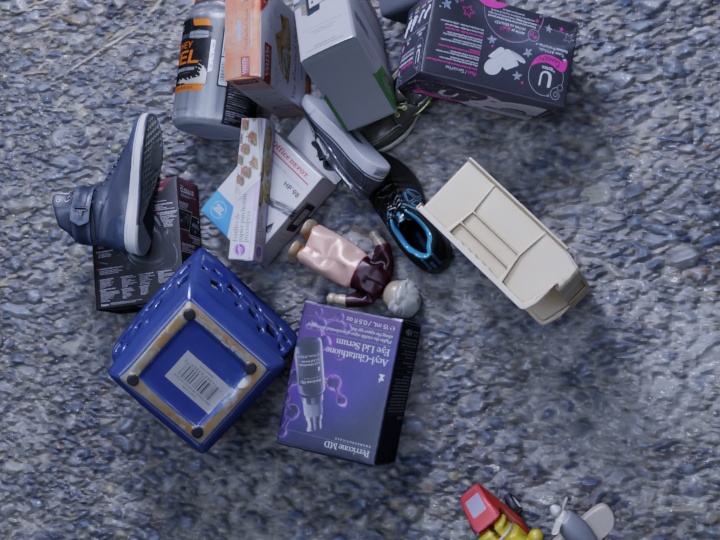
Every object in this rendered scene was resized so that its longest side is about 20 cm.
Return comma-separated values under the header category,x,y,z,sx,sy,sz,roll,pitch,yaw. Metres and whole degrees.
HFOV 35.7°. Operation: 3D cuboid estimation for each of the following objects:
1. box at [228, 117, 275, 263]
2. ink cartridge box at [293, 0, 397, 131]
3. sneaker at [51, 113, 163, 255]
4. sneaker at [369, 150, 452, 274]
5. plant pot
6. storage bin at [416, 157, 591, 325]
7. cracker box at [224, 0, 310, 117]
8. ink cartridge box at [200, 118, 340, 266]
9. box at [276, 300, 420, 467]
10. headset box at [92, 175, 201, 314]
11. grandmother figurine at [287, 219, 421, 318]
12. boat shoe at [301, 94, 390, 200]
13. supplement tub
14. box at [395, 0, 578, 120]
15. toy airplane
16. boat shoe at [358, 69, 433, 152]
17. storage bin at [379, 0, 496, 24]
category,x,y,z,sx,sy,sz,roll,pitch,yaw
box,-0.151,-0.111,1.562,0.038,0.041,0.202,3,84,19
ink cartridge box,-0.024,-0.315,1.524,0.084,0.146,0.201,-22,47,14
sneaker,-0.365,-0.131,1.604,0.145,0.077,0.204,7,86,15
sneaker,0.058,-0.089,1.541,0.073,0.082,0.201,-38,73,10
plant pot,-0.216,0.117,1.518,0.200,0.180,0.200,42,96,-10
storage bin,0.192,-0.028,1.430,0.094,0.200,0.199,-46,73,5
cracker box,-0.126,-0.305,1.564,0.057,0.200,0.135,-2,83,17
ink cartridge box,-0.120,-0.120,1.609,0.116,0.067,0.200,43,97,18
box,-0.014,0.154,1.523,0.147,0.104,0.202,9,86,18
headset box,-0.317,-0.045,1.659,0.148,0.077,0.202,-8,80,16
grandmother figurine,0.000,0.000,1.564,0.199,0.061,0.122,32,100,16
boat shoe,-0.033,-0.172,1.559,0.200,0.071,0.068,50,117,34
supplement tub,-0.204,-0.299,1.630,0.121,0.122,0.202,4,84,18
box,0.162,-0.278,1.466,0.198,0.132,0.116,12,86,-13
toy airplane,0.210,0.380,1.403,0.197,0.141,0.202,5,85,18
boat shoe,0.063,-0.245,1.569,0.202,0.060,0.072,-44,73,8
storage bin,0.099,-0.438,1.554,0.134,0.145,0.202,-13,79,43
